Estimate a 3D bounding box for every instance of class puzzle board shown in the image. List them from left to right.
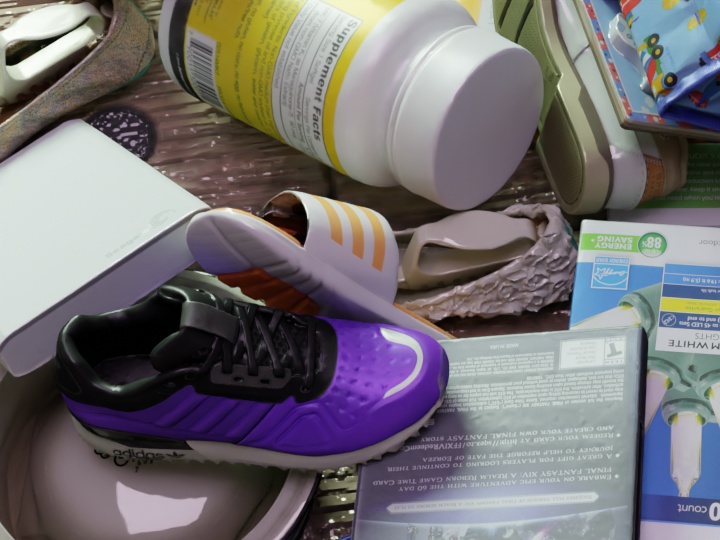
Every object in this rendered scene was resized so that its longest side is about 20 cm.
[{"bbox_3d":[0.178,-0.154,1.387,0.150,0.017,0.200,5,53,-31],"label":"puzzle board"}]

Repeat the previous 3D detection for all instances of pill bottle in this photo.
[{"bbox_3d":[-0.005,-0.114,1.388,0.200,0.114,0.114,28,67,32],"label":"pill bottle"}]

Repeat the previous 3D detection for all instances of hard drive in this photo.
[{"bbox_3d":[-0.168,-0.017,1.359,0.132,0.026,0.200,-34,28,-13],"label":"hard drive"}]

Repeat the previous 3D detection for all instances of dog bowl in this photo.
[{"bbox_3d":[-0.112,0.101,1.322,0.200,0.074,0.201,-3,61,5],"label":"dog bowl"}]

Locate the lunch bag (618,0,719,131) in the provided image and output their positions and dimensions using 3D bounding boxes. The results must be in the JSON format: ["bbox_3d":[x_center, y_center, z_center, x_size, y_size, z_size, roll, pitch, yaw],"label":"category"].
[{"bbox_3d":[0.235,-0.141,1.352,0.094,0.200,0.151,-43,47,33],"label":"lunch bag"}]

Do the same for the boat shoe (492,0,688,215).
[{"bbox_3d":[0.125,-0.120,1.394,0.068,0.075,0.200,-5,63,-17],"label":"boat shoe"}]

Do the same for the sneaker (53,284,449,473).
[{"bbox_3d":[-0.059,0.047,1.238,0.200,0.100,0.070,-4,55,10],"label":"sneaker"}]

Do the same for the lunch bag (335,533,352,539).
[{"bbox_3d":[-0.004,0.239,1.229,0.161,0.083,0.200,-28,62,-11],"label":"lunch bag"}]

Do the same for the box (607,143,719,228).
[{"bbox_3d":[0.205,0.022,1.357,0.144,0.036,0.200,0,62,6],"label":"box"}]

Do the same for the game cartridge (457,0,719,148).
[{"bbox_3d":[0.138,-0.162,1.468,0.176,0.032,0.200,6,63,9],"label":"game cartridge"}]

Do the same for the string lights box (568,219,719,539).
[{"bbox_3d":[0.153,0.077,1.277,0.102,0.059,0.200,3,61,11],"label":"string lights box"}]

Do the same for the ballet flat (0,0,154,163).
[{"bbox_3d":[-0.212,-0.105,1.449,0.200,0.067,0.068,-36,57,-14],"label":"ballet flat"}]

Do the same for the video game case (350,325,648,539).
[{"bbox_3d":[0.065,0.119,1.221,0.143,0.019,0.200,-5,56,17],"label":"video game case"}]

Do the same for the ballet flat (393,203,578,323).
[{"bbox_3d":[0.023,-0.003,1.372,0.199,0.072,0.072,-12,60,0],"label":"ballet flat"}]

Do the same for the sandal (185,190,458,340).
[{"bbox_3d":[-0.005,0.000,1.305,0.079,0.207,0.059,0,66,47],"label":"sandal"}]
